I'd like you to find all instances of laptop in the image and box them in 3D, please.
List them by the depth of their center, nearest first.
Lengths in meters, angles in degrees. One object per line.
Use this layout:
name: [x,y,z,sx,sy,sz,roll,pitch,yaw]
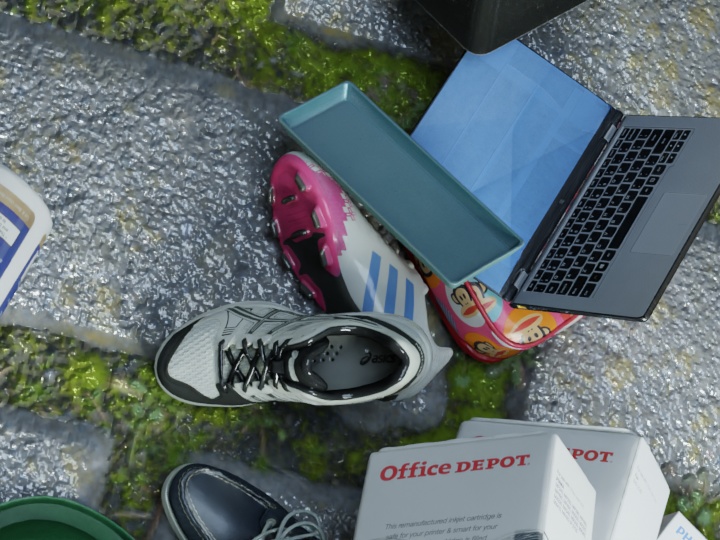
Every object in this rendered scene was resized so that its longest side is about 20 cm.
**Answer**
laptop: [0.147,-0.077,1.470,0.116,0.199,0.188,50,62,-35]

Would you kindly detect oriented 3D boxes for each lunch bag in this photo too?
lunch bag: [0.131,-0.043,1.553,0.199,0.082,0.177,-28,87,-25]

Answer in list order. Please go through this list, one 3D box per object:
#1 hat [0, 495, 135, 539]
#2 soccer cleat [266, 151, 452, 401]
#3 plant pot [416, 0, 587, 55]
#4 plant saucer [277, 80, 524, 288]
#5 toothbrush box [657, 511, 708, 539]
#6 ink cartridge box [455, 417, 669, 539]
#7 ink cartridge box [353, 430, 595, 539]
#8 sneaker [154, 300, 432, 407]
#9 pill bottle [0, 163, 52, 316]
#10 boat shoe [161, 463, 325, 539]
hat: [-0.177,0.230,1.307,0.200,0.176,0.166,42,67,-6]
soccer cleat: [0.000,0.000,1.506,0.086,0.070,0.201,-24,88,-39]
plant pot: [0.111,-0.320,1.529,0.199,0.178,0.200,-29,59,-25]
plant saucer: [0.027,-0.061,1.455,0.070,0.019,0.200,-30,57,-27]
toothbrush box: [0.210,0.302,1.490,0.146,0.086,0.200,44,66,-5]
ink cartridge box: [0.118,0.213,1.424,0.086,0.146,0.201,57,46,-44]
ink cartridge box: [0.067,0.216,1.330,0.084,0.144,0.201,52,39,-43]
sneaker: [-0.051,0.058,1.420,0.199,0.088,0.076,-5,92,6]
pill bottle: [-0.299,0.021,1.353,0.111,0.111,0.201,32,67,-10]
boat shoe: [-0.055,0.207,1.425,0.200,0.062,0.075,48,64,-4]
